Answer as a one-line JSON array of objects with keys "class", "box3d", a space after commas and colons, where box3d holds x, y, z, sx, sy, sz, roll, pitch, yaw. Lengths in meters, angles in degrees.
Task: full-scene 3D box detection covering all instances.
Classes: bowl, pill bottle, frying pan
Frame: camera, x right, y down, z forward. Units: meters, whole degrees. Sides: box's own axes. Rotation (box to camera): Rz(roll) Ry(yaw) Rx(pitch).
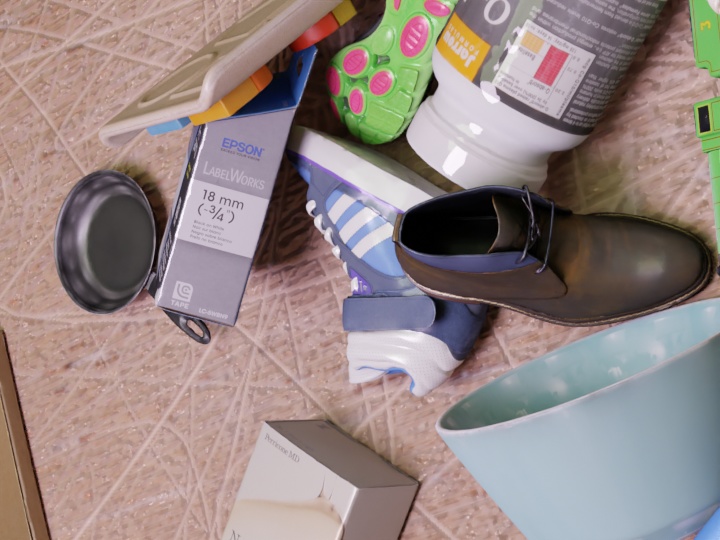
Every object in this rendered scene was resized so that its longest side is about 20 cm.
[{"class": "bowl", "box3d": [0.153, 0.101, 1.049, 0.199, 0.200, 0.106, -18, 95, 37]}, {"class": "pill bottle", "box3d": [0.115, -0.149, 1.127, 0.116, 0.116, 0.201, 42, 113, 33]}, {"class": "frying pan", "box3d": [-0.172, -0.016, 1.412, 0.189, 0.031, 0.116, 12, 95, 36]}]

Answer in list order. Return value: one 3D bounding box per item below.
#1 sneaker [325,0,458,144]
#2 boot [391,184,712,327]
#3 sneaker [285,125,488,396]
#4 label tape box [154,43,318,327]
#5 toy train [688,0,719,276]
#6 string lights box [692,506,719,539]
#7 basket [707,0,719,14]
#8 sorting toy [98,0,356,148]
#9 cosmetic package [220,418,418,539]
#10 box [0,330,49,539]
[{"class": "sneaker", "box3d": [0.042, -0.161, 1.222, 0.077, 0.084, 0.200, 48, 134, 12]}, {"class": "boot", "box3d": [0.113, -0.009, 1.095, 0.198, 0.097, 0.076, 1, 80, 14]}, {"class": "sneaker", "box3d": [0.000, 0.000, 1.234, 0.199, 0.080, 0.148, 31, 103, 31]}, {"class": "label tape box", "box3d": [-0.091, -0.080, 1.274, 0.144, 0.063, 0.202, -109, 35, -74]}, {"class": "toy train", "box3d": [0.230, -0.080, 1.077, 0.056, 0.041, 0.203, -11, 80, 48]}, {"class": "string lights box", "box3d": [0.255, 0.131, 0.999, 0.059, 0.102, 0.201, 46, 115, 30]}, {"class": "basket", "box3d": [0.288, -0.186, 0.934, 0.200, 0.197, 0.161, -50, 61, 25]}, {"class": "sorting toy", "box3d": [-0.076, -0.149, 1.232, 0.037, 0.185, 0.199, 54, 154, -12]}, {"class": "cosmetic package", "box3d": [-0.047, 0.217, 1.266, 0.103, 0.073, 0.202, 29, 106, 37]}, {"class": "box", "box3d": [-0.344, 0.175, 1.549, 0.163, 0.021, 0.202, -28, 70, 35]}]
